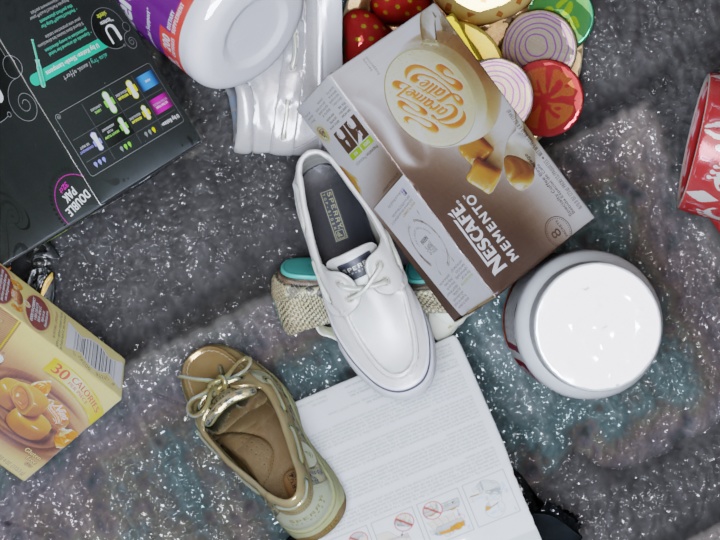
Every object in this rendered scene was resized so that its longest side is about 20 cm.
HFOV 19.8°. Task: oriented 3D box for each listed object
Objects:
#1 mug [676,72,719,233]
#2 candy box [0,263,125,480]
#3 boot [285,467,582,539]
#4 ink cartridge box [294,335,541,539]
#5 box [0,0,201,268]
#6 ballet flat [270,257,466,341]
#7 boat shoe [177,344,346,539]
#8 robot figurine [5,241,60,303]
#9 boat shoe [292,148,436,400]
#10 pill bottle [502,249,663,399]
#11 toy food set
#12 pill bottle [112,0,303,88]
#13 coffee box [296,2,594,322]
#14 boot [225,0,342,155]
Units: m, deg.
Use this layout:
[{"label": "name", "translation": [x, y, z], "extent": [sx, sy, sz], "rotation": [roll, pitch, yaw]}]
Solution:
[{"label": "mug", "translation": [0.345, -0.057, 1.570], "extent": [0.199, 0.133, 0.179], "rotation": [13, 88, 3]}, {"label": "candy box", "translation": [-0.288, 0.058, 1.546], "extent": [0.115, 0.055, 0.200], "rotation": [-39, 116, 21]}, {"label": "boot", "translation": [0.053, 0.209, 1.592], "extent": [0.199, 0.076, 0.169], "rotation": [32, 91, -4]}, {"label": "ink cartridge box", "translation": [0.036, 0.164, 1.556], "extent": [0.159, 0.047, 0.201], "rotation": [-22, 56, 0]}, {"label": "box", "translation": [-0.244, -0.131, 1.529], "extent": [0.124, 0.148, 0.201], "rotation": [-37, 98, -45]}, {"label": "ballet flat", "translation": [0.031, 0.022, 1.606], "extent": [0.199, 0.068, 0.076], "rotation": [-5, 112, 5]}, {"label": "boat shoe", "translation": [-0.081, 0.118, 1.554], "extent": [0.073, 0.063, 0.200], "rotation": [-43, 52, -2]}, {"label": "robot figurine", "translation": [-0.320, -0.031, 1.599], "extent": [0.144, 0.058, 0.201], "rotation": [-21, 90, -1]}, {"label": "boat shoe", "translation": [0.000, 0.000, 1.540], "extent": [0.072, 0.066, 0.201], "rotation": [-19, 74, 3]}, {"label": "pill bottle", "translation": [0.165, 0.039, 1.531], "extent": [0.109, 0.200, 0.110], "rotation": [0, 90, 0]}, {"label": "toy food set", "translation": [0.083, -0.177, 1.607], "extent": [0.199, 0.049, 0.199], "rotation": [-32, 90, -1]}, {"label": "pill bottle", "translation": [-0.143, -0.231, 1.549], "extent": [0.200, 0.112, 0.113], "rotation": [40, 90, 29]}, {"label": "coffee box", "translation": [0.062, -0.079, 1.522], "extent": [0.114, 0.080, 0.200], "rotation": [-36, 89, -27]}, {"label": "boot", "translation": [-0.064, -0.188, 1.592], "extent": [0.095, 0.074, 0.201], "rotation": [-3, 91, -7]}]
